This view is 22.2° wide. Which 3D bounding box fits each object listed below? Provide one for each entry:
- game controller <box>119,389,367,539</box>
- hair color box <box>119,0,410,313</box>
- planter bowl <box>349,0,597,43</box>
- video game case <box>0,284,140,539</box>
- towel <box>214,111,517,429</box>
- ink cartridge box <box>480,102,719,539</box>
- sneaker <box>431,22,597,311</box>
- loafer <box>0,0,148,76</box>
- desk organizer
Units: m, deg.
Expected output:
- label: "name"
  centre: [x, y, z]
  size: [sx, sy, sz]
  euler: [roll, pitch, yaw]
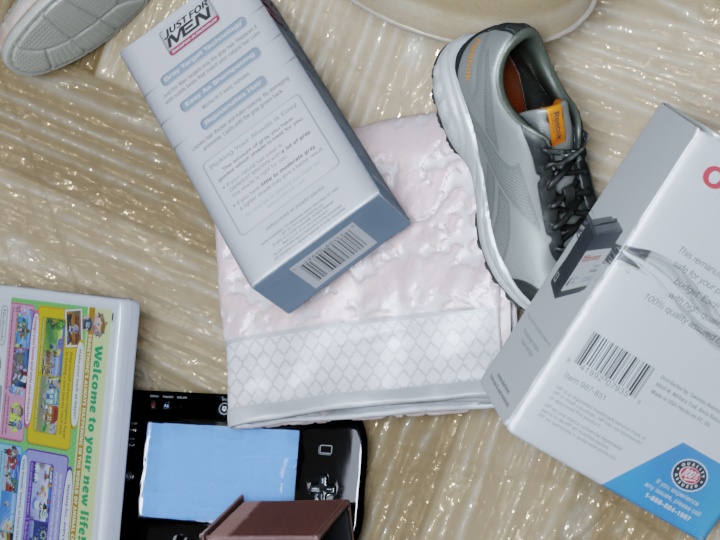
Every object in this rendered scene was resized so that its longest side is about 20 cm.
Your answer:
- label: "game controller"
  centre: [-0.090, 0.134, 1.206]
  size: [0.198, 0.042, 0.105]
  euler: [1, 89, 19]
- label: "hair color box"
  centre: [-0.062, -0.085, 1.160]
  size: [0.099, 0.061, 0.201]
  euler: [-35, 63, 8]
- label: "planter bowl"
  centre: [0.065, -0.245, 1.094]
  size: [0.199, 0.201, 0.136]
  euler: [13, 66, 19]
- label: "video game case"
  centre: [-0.228, 0.112, 1.241]
  size: [0.181, 0.022, 0.202]
  euler: [5, 90, 36]
- label: "towel"
  centre: [0.000, 0.000, 1.170]
  size: [0.198, 0.032, 0.193]
  euler: [-7, 78, 18]
- label: "ink cartridge box"
  centre: [0.185, 0.028, 1.057]
  size: [0.144, 0.084, 0.201]
  euler: [30, 100, -15]
- label: "sneaker"
  centre: [0.107, -0.054, 1.102]
  size: [0.079, 0.074, 0.202]
  euler: [-23, 90, 57]
- label: "loafer"
  centre: [-0.168, -0.213, 1.234]
  size: [0.200, 0.072, 0.063]
  euler: [-39, 60, 8]
- label: "desk organizer"
  centre: [-0.041, 0.247, 1.147]
  size: [0.076, 0.072, 0.202]
  euler: [-3, 102, 18]
